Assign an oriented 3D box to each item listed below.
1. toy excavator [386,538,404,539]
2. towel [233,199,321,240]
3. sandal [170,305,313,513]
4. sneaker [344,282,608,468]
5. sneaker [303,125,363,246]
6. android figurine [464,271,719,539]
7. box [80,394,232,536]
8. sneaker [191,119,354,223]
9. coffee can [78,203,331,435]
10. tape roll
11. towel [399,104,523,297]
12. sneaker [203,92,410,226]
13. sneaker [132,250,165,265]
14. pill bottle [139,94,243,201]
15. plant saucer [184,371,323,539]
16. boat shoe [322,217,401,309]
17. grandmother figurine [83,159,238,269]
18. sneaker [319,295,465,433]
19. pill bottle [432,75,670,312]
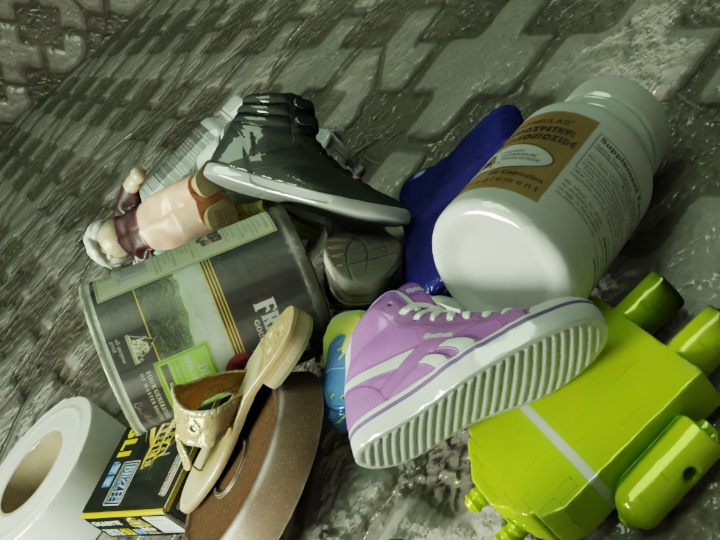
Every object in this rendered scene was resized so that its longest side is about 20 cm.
[{"bbox_3d":[0.083,0.221,0.513,0.195,0.100,0.199,-51,40,-4],"label":"toy excavator"},{"bbox_3d":[-0.137,-0.052,1.043,0.198,0.085,0.018,0,70,43],"label":"towel"},{"bbox_3d":[-0.124,0.105,0.828,0.213,0.069,0.078,-54,20,19],"label":"sandal"},{"bbox_3d":[0.063,0.041,0.657,0.199,0.072,0.116,-29,50,26],"label":"sneaker"},{"bbox_3d":[-0.060,-0.094,1.131,0.114,0.075,0.201,-35,30,21],"label":"sneaker"},{"bbox_3d":[0.146,0.093,0.628,0.200,0.041,0.182,-47,27,0],"label":"android figurine"},{"bbox_3d":[-0.183,0.167,0.993,0.158,0.049,0.202,-18,39,46],"label":"box"},{"bbox_3d":[-0.079,-0.089,1.028,0.080,0.198,0.077,-40,41,35],"label":"sneaker"},{"bbox_3d":[-0.139,0.044,0.908,0.197,0.149,0.146,-23,26,-10],"label":"coffee can"},{"bbox_3d":[-0.342,0.243,1.098,0.201,0.071,0.204,-35,29,23],"label":"tape roll"},{"bbox_3d":[0.100,-0.050,0.881,0.147,0.049,0.202,-38,27,25],"label":"towel"},{"bbox_3d":[-0.039,-0.106,0.906,0.071,0.196,0.101,63,-136,-80],"label":"sneaker"},{"bbox_3d":[-0.246,0.022,1.147,0.141,0.077,0.200,-55,-6,-2],"label":"sneaker"},{"bbox_3d":[-0.205,-0.136,1.354,0.201,0.113,0.113,-48,27,-2],"label":"pill bottle"},{"bbox_3d":[-0.097,0.171,0.825,0.201,0.034,0.202,-51,22,30],"label":"plant saucer"},{"bbox_3d":[0.000,0.000,0.920,0.073,0.075,0.200,2,19,0],"label":"boat shoe"},{"bbox_3d":[-0.211,-0.043,1.002,0.197,0.124,0.060,-13,-1,37],"label":"grandmother figurine"},{"bbox_3d":[0.031,0.084,0.788,0.199,0.075,0.107,-15,52,57],"label":"sneaker"},{"bbox_3d":[0.147,-0.055,0.713,0.113,0.115,0.200,-11,28,48],"label":"pill bottle"}]
